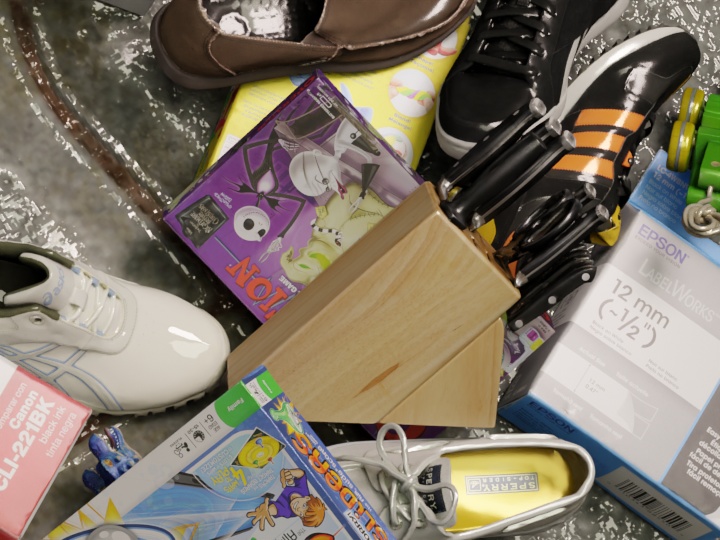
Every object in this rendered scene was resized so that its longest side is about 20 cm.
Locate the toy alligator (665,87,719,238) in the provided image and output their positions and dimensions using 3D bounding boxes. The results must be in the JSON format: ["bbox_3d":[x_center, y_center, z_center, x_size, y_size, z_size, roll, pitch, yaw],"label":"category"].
[{"bbox_3d":[0.208,-0.055,1.611,0.059,0.054,0.200,11,34,9],"label":"toy alligator"}]

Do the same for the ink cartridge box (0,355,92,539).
[{"bbox_3d":[-0.255,0.070,1.435,0.200,0.144,0.084,31,69,-7],"label":"ink cartridge box"}]

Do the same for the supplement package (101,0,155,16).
[{"bbox_3d":[-0.147,-0.279,1.547,0.150,0.152,0.201,20,72,-10],"label":"supplement package"}]

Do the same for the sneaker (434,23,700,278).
[{"bbox_3d":[0.135,-0.058,1.604,0.200,0.070,0.090,-36,71,-14],"label":"sneaker"}]

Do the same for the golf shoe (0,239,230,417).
[{"bbox_3d":[-0.162,0.027,1.498,0.199,0.097,0.079,12,72,-14],"label":"golf shoe"}]

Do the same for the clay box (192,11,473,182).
[{"bbox_3d":[-0.016,-0.098,1.594,0.115,0.048,0.201,25,70,-10],"label":"clay box"}]

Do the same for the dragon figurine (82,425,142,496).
[{"bbox_3d":[-0.060,0.141,1.516,0.200,0.059,0.100,40,70,-2],"label":"dragon figurine"}]

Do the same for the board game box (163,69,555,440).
[{"bbox_3d":[0.000,0.000,1.536,0.120,0.032,0.200,-41,104,12],"label":"board game box"}]

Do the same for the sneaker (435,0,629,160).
[{"bbox_3d":[0.092,-0.158,1.554,0.073,0.112,0.200,12,43,23],"label":"sneaker"}]

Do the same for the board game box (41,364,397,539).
[{"bbox_3d":[-0.085,0.161,1.449,0.200,0.034,0.136,-39,88,25],"label":"board game box"}]

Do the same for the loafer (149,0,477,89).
[{"bbox_3d":[-0.016,-0.148,1.542,0.199,0.071,0.073,-19,82,-21],"label":"loafer"}]

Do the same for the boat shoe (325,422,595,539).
[{"bbox_3d":[0.032,0.121,1.467,0.201,0.086,0.075,-4,76,-14],"label":"boat shoe"}]

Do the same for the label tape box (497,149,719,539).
[{"bbox_3d":[0.193,0.039,1.609,0.143,0.066,0.200,35,72,-5],"label":"label tape box"}]

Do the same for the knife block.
[{"bbox_3d":[0.030,-0.007,1.489,0.199,0.064,0.176,2,106,-4],"label":"knife block"}]
